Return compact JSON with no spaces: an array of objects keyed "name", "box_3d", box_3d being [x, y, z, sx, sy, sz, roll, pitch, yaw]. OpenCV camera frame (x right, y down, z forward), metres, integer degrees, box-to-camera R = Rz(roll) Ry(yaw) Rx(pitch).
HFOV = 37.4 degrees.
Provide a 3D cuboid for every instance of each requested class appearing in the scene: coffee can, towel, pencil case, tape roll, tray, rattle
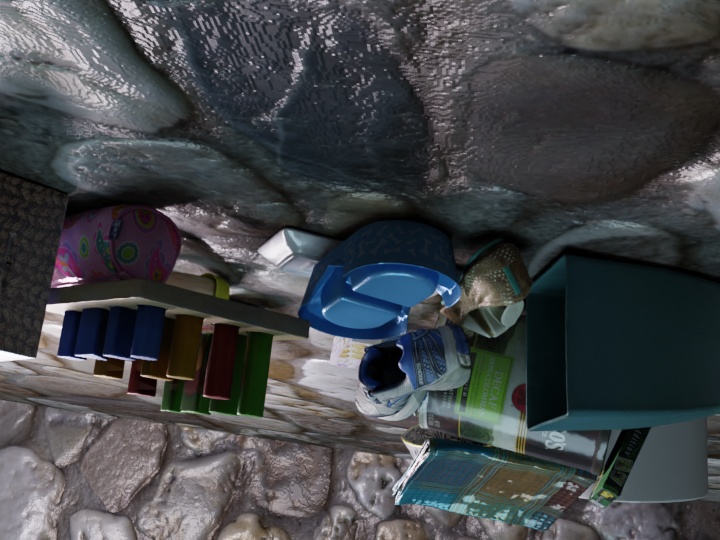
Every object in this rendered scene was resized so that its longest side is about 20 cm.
[{"name":"coffee can","box_3d":[0.175,0.122,1.141,0.197,0.148,0.146,12,167,15]},{"name":"towel","box_3d":[0.148,0.244,1.198,0.197,0.022,0.147,13,141,-10]},{"name":"pencil case","box_3d":[-0.263,-0.015,1.051,0.198,0.089,0.087,-4,161,45]},{"name":"tape roll","box_3d":[0.338,0.209,1.352,0.199,0.141,0.203,-1,177,0]},{"name":"tray","box_3d":[0.000,0.000,1.079,0.197,0.023,0.107,14,164,-18]},{"name":"rattle","box_3d":[-0.256,0.062,1.246,0.197,0.145,0.130,5,-175,-10]}]

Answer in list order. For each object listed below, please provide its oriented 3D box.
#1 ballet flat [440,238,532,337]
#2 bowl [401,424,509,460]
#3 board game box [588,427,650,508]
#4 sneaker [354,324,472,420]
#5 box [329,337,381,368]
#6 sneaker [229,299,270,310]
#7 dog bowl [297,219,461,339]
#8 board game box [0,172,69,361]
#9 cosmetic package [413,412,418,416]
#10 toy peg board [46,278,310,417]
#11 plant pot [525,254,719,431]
[{"name":"ballet flat","box_3d":[0.119,0.030,1.008,0.070,0.066,0.200,-30,169,-7]},{"name":"bowl","box_3d":[0.153,0.238,1.309,0.198,0.096,0.201,-6,-176,0]},{"name":"board game box","box_3d":[0.296,0.150,1.114,0.023,0.202,0.105,27,166,10]},{"name":"sneaker","box_3d":[0.029,0.100,1.071,0.084,0.078,0.200,0,157,-26]},{"name":"box","box_3d":[-0.006,0.094,1.400,0.041,0.039,0.200,12,165,-8]},{"name":"sneaker","box_3d":[-0.177,0.091,1.400,0.074,0.088,0.199,17,162,-25]},{"name":"dog bowl","box_3d":[0.017,0.010,0.996,0.110,0.050,0.200,16,154,-22]},{"name":"board game box","box_3d":[-0.386,0.002,1.038,0.096,0.162,0.199,19,163,-39]},{"name":"cosmetic package","box_3d":[0.106,0.144,1.357,0.104,0.072,0.200,12,-179,-8]},{"name":"toy peg board","box_3d":[-0.188,0.081,1.023,0.198,0.099,0.198,17,164,-42]},{"name":"plant pot","box_3d":[0.267,0.077,0.993,0.197,0.143,0.141,4,166,-6]}]
